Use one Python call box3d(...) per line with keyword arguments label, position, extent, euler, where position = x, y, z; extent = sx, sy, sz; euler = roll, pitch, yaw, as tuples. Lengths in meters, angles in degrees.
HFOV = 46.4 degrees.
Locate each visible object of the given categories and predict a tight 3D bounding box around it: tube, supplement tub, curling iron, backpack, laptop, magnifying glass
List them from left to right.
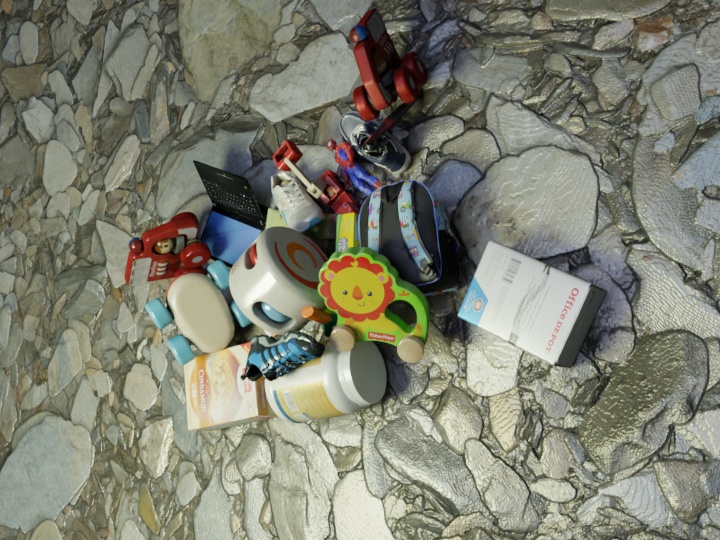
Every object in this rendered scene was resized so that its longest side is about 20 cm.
box3d(label="laptop", position=(-0.308, -0.118, 1.848), extent=(0.177, 0.201, 0.103), euler=(21, 55, 35))
box3d(label="tube", position=(-0.128, -0.092, 1.754), extent=(0.199, 0.052, 0.058), euler=(4, 41, 39))
box3d(label="supplement tub", position=(-0.066, 0.207, 1.596), extent=(0.199, 0.144, 0.146), euler=(-16, 73, 32))
box3d(label="magnifying glass", position=(-0.056, 0.094, 1.577), extent=(0.079, 0.200, 0.023), euler=(-25, 71, 16))
box3d(label="curling iron", position=(0.063, -0.278, 1.601), extent=(0.049, 0.026, 0.200), euler=(22, 53, 18))
box3d(label="backpack", position=(0.088, -0.056, 1.542), extent=(0.182, 0.134, 0.201), euler=(-15, 74, 32))

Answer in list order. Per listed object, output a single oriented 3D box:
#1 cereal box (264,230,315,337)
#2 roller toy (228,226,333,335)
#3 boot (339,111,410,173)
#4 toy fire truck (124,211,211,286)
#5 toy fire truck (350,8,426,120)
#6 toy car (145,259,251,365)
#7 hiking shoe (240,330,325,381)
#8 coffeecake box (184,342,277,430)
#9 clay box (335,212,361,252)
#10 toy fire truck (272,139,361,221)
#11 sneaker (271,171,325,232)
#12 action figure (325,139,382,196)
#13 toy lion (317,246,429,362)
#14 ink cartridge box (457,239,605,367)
box3d(label="cereal box", position=(-0.150, 0.029, 1.727), extent=(0.200, 0.039, 0.144), euler=(-39, 74, 30))
box3d(label="roller toy", position=(-0.152, 0.021, 1.594), extent=(0.140, 0.182, 0.201), euler=(-44, 71, 28))
box3d(label="boot", position=(0.010, -0.266, 1.660), extent=(0.200, 0.090, 0.073), euler=(39, 104, 33))
box3d(label="toy fire truck", position=(-0.434, -0.039, 1.864), extent=(0.113, 0.167, 0.200), euler=(63, 148, 25))
box3d(label="toy fire truck", position=(0.033, -0.392, 1.586), extent=(0.112, 0.200, 0.169), euler=(-20, 114, 26))
box3d(label="toy car", position=(-0.357, 0.084, 1.816), extent=(0.178, 0.184, 0.200), euler=(61, 163, -13))
box3d(label="hiking shoe", position=(-0.138, 0.165, 1.534), extent=(0.199, 0.074, 0.087), euler=(-13, 51, 49))
box3d(label="coffeecake box", position=(-0.275, 0.248, 1.780), extent=(0.199, 0.073, 0.155), euler=(-17, 71, 31))
box3d(label="clay box", position=(0.000, 0.000, 1.606), extent=(0.047, 0.115, 0.202), euler=(-3, 79, 35))
box3d(label="toy fire truck", position=(-0.077, -0.165, 1.673), extent=(0.049, 0.141, 0.200), euler=(-47, 59, 19))
box3d(label="sneaker", position=(-0.135, -0.138, 1.699), extent=(0.076, 0.081, 0.200), euler=(-29, 32, -12))
box3d(label="action figure", position=(-0.012, -0.197, 1.683), extent=(0.200, 0.051, 0.066), euler=(54, 152, 30))
box3d(label="toy lion", position=(0.024, 0.053, 1.471), extent=(0.199, 0.069, 0.193), euler=(9, 118, 11))
box3d(label="ink cartridge box", position=(0.286, 0.056, 1.414), extent=(0.199, 0.084, 0.146), euler=(28, 97, 35))
